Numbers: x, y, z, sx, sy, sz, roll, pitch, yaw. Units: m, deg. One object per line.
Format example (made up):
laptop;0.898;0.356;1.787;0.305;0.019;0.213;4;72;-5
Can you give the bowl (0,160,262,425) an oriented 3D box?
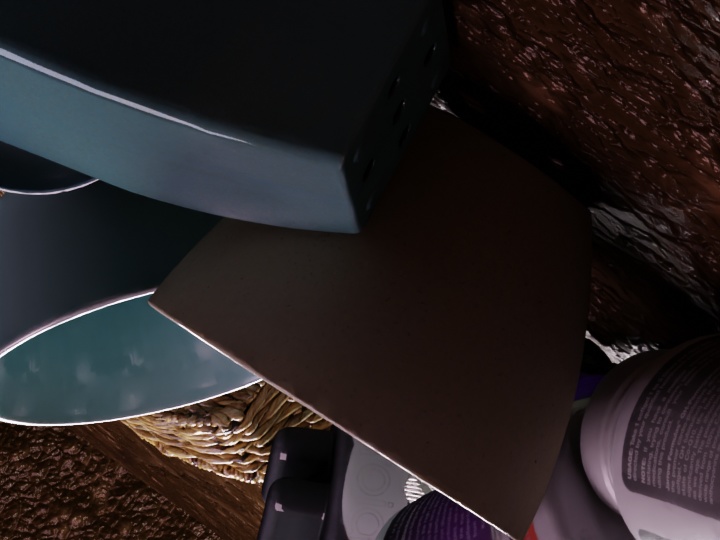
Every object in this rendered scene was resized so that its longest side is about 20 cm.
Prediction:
bowl;-0.113;-0.004;1.411;0.201;0.200;0.106;74;179;-72

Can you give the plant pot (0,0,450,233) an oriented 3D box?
plant pot;-0.070;-0.107;1.161;0.199;0.142;0.141;25;166;13

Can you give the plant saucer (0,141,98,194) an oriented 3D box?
plant saucer;-0.166;-0.135;1.325;0.200;0.201;0.027;36;-149;11

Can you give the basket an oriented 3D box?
basket;-0.095;0.069;1.899;0.200;0.143;0.149;29;165;38

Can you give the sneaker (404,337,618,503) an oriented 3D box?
sneaker;0.115;0.069;1.427;0.199;0.100;0.070;-15;124;37

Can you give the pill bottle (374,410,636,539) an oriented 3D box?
pill bottle;0.072;0.152;1.370;0.111;0.112;0.200;41;137;-16

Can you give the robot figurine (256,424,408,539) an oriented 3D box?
robot figurine;0.036;0.157;1.770;0.199;0.151;0.125;9;176;-6

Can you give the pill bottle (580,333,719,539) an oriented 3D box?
pill bottle;0.177;0.086;1.204;0.111;0.111;0.200;42;168;-22

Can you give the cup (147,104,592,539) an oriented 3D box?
cup;0.024;0.009;1.253;0.200;0.144;0.200;32;176;2
